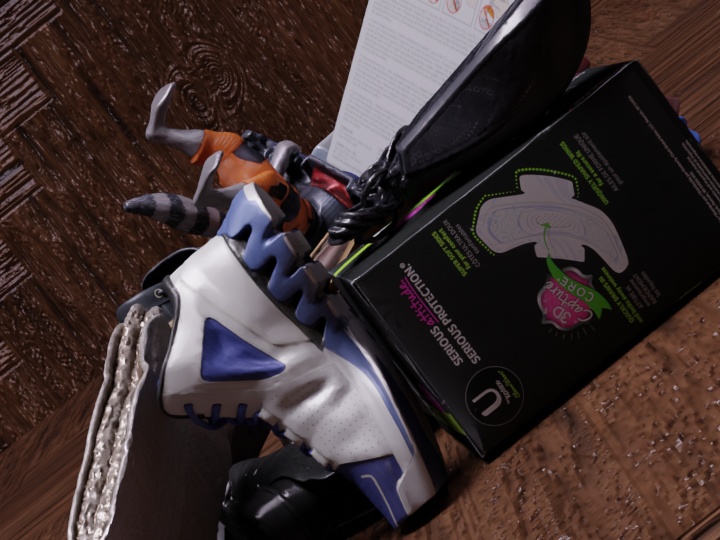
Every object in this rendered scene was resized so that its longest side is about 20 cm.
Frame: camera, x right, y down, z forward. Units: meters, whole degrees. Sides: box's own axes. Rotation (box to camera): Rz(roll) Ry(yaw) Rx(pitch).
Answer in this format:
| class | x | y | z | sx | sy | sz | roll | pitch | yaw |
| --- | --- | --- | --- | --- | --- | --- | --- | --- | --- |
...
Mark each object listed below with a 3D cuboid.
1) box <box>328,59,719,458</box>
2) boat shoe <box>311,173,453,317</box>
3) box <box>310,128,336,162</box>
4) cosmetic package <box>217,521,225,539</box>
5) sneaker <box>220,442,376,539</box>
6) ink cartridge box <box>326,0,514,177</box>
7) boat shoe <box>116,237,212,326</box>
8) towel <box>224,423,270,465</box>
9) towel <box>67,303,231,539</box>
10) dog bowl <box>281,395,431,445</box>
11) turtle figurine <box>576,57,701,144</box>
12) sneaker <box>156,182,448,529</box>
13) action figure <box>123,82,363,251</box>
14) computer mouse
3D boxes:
| class | x | y | z | sx | sy | sz | roll | pitch | yaw |
| --- | --- | --- | --- | --- | --- | --- | --- | --- | --- |
| box | 0.099 | -0.009 | 1.524 | 0.200 | 0.125 | 0.149 | -37 | 5 | -4 |
| boat shoe | 0.000 | 0.000 | 1.639 | 0.200 | 0.070 | 0.070 | -46 | 26 | -5 |
| box | 0.011 | -0.024 | 1.941 | 0.184 | 0.105 | 0.201 | -46 | -14 | -53 |
| cosmetic package | -0.168 | 0.218 | 1.651 | 0.200 | 0.051 | 0.083 | -45 | 8 | 1 |
| sneaker | -0.028 | 0.125 | 1.606 | 0.104 | 0.060 | 0.200 | -39 | 10 | -11 |
| ink cartridge box | 0.060 | -0.134 | 1.715 | 0.160 | 0.047 | 0.201 | 33 | 111 | 51 |
| boat shoe | -0.103 | 0.013 | 1.752 | 0.074 | 0.062 | 0.200 | -36 | 4 | 25 |
| towel | -0.089 | 0.109 | 1.810 | 0.201 | 0.032 | 0.191 | -68 | -8 | 26 |
| towel | -0.113 | 0.125 | 1.513 | 0.034 | 0.133 | 0.201 | -10 | 41 | 16 |
| dog bowl | 0.025 | 0.058 | 1.745 | 0.200 | 0.059 | 0.200 | -38 | 7 | 5 |
| turtle figurine | 0.110 | -0.086 | 1.847 | 0.193 | 0.200 | 0.145 | -6 | -61 | -40 |
| sneaker | -0.045 | 0.065 | 1.481 | 0.115 | 0.200 | 0.081 | -35 | -6 | 9 |
| action figure | -0.063 | -0.039 | 1.740 | 0.105 | 0.193 | 0.200 | -56 | 33 | -3 |
| computer mouse | 0.069 | -0.089 | 1.505 | 0.200 | 0.053 | 0.139 | -48 | 4 | 28 |
